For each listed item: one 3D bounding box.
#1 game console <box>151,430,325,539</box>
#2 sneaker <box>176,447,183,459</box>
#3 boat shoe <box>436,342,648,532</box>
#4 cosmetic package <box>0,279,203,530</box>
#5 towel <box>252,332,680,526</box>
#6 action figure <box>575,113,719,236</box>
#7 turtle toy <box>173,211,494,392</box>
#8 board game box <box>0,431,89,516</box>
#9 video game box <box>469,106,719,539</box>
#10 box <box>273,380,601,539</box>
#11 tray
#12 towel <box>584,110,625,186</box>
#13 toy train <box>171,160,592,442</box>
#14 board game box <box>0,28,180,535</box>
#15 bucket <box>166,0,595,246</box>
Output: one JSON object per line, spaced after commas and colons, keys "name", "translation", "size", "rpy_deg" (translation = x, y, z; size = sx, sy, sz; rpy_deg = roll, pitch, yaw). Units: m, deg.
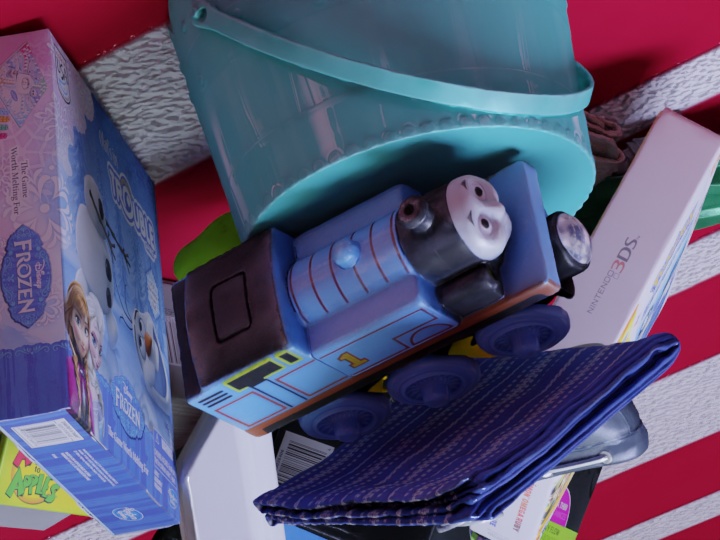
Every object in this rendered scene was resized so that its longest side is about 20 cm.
{"name": "game console", "translation": [-0.024, 0.122, 1.766], "size": [0.200, 0.116, 0.176], "rpy_deg": [-52, 178, -34]}
{"name": "sneaker", "translation": [-0.073, 0.136, 1.932], "size": [0.200, 0.085, 0.074], "rpy_deg": [1, 153, -32]}
{"name": "boat shoe", "translation": [0.057, 0.095, 1.469], "size": [0.200, 0.062, 0.075], "rpy_deg": [-23, -167, 30]}
{"name": "cosmetic package", "translation": [-0.178, 0.083, 1.752], "size": [0.200, 0.090, 0.107], "rpy_deg": [-28, 154, 35]}
{"name": "towel", "translation": [0.048, 0.074, 1.373], "size": [0.145, 0.024, 0.200], "rpy_deg": [-37, -166, -29]}
{"name": "action figure", "translation": [0.179, -0.053, 1.693], "size": [0.200, 0.055, 0.118], "rpy_deg": [-5, 157, -5]}
{"name": "turtle toy", "translation": [0.000, 0.000, 1.547], "size": [0.200, 0.146, 0.101], "rpy_deg": [-13, 130, 15]}
{"name": "board game box", "translation": [-0.225, 0.092, 1.646], "size": [0.102, 0.048, 0.200], "rpy_deg": [14, -179, -45]}
{"name": "video game box", "translation": [0.130, 0.036, 1.600], "size": [0.047, 0.200, 0.182], "rpy_deg": [25, 153, 11]}
{"name": "box", "translation": [0.050, 0.110, 1.737], "size": [0.124, 0.149, 0.200], "rpy_deg": [19, 175, 29]}
{"name": "tray", "translation": [-0.073, 0.147, 1.602], "size": [0.022, 0.107, 0.200], "rpy_deg": [10, 133, 18]}
{"name": "towel", "translation": [0.042, -0.043, 1.632], "size": [0.132, 0.035, 0.200], "rpy_deg": [17, 143, -34]}
{"name": "toy train", "translation": [0.010, 0.016, 1.366], "size": [0.200, 0.087, 0.114], "rpy_deg": [-26, 148, 28]}
{"name": "board game box", "translation": [-0.141, 0.010, 1.455], "size": [0.043, 0.199, 0.200], "rpy_deg": [-10, 158, 8]}
{"name": "bucket", "translation": [0.015, -0.086, 1.414], "size": [0.207, 0.135, 0.207], "rpy_deg": [-12, 157, -5]}
